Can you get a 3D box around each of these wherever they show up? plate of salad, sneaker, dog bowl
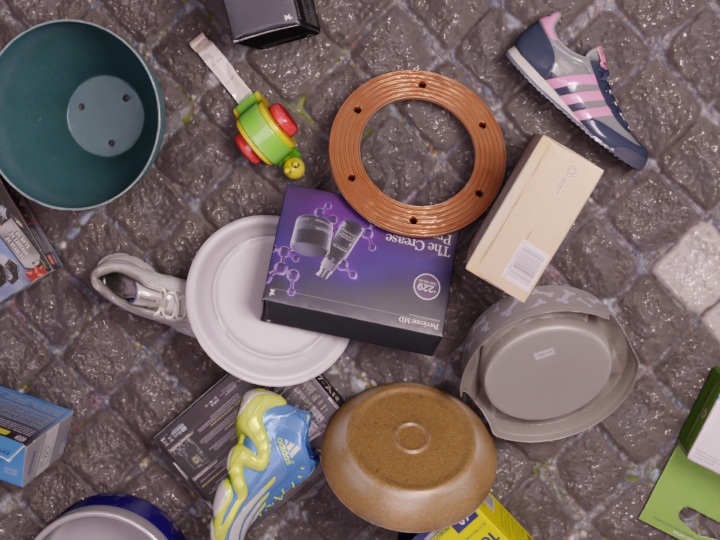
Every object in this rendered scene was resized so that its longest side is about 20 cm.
[{"bbox_3d":[-0.101,0.035,1.380,0.198,0.048,0.202,5,71,-15],"label":"plate of salad"},{"bbox_3d":[-0.221,0.038,1.397,0.198,0.087,0.075,15,96,2],"label":"sneaker"},{"bbox_3d":[-0.105,0.239,1.371,0.104,0.076,0.202,13,98,4],"label":"sneaker"},{"bbox_3d":[-0.302,0.373,1.450,0.198,0.079,0.203,1,96,6],"label":"dog bowl"},{"bbox_3d":[0.254,-0.197,1.329,0.200,0.070,0.082,43,102,-2],"label":"sneaker"},{"bbox_3d":[0.201,0.100,1.333,0.198,0.059,0.202,-5,130,-5],"label":"dog bowl"}]

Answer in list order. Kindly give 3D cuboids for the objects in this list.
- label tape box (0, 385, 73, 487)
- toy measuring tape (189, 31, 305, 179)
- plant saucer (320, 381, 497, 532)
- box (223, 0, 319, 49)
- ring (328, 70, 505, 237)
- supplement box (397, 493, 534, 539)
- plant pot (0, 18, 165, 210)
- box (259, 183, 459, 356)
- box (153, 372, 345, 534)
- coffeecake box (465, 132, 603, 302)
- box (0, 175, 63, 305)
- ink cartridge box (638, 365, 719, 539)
[{"bbox_3d":[-0.430,0.188,1.379,0.142,0.200,0.067,18,100,3],"label":"label tape box"},{"bbox_3d":[-0.129,-0.185,1.369,0.073,0.074,0.201,-37,93,9],"label":"toy measuring tape"},{"bbox_3d":[0.055,0.193,1.342,0.198,0.201,0.036,10,136,4],"label":"plant saucer"},{"bbox_3d":[-0.112,-0.349,1.304,0.078,0.141,0.202,-14,95,6],"label":"box"},{"bbox_3d":[0.062,-0.129,1.343,0.198,0.019,0.203,3,70,-7],"label":"ring"},{"bbox_3d":[0.147,0.344,1.386,0.109,0.110,0.200,-44,92,9],"label":"supplement box"},{"bbox_3d":[-0.303,-0.172,1.355,0.198,0.135,0.203,1,97,5],"label":"plant pot"},{"bbox_3d":[0.000,0.000,1.338,0.198,0.079,0.143,11,71,-2],"label":"box"},{"bbox_3d":[-0.118,0.192,1.427,0.200,0.044,0.161,-41,92,9],"label":"box"},{"bbox_3d":[0.180,-0.062,1.287,0.073,0.200,0.154,30,99,1],"label":"coffeecake box"},{"bbox_3d":[-0.461,-0.056,1.433,0.136,0.040,0.201,-29,93,9],"label":"box"},{"bbox_3d":[0.425,0.233,1.362,0.147,0.076,0.202,25,97,2],"label":"ink cartridge box"}]
